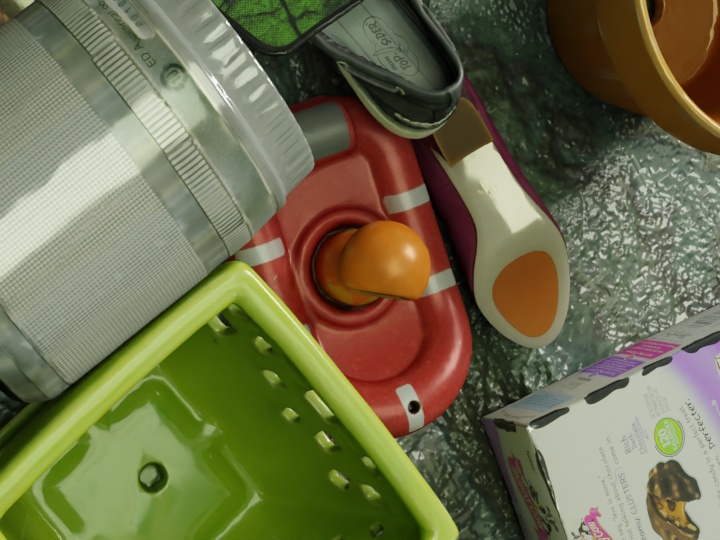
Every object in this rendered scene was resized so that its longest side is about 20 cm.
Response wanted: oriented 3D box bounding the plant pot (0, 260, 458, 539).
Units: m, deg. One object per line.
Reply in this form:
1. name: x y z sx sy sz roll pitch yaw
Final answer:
1. plant pot: -0.099 0.128 1.036 0.200 0.181 0.200 -42 104 -15

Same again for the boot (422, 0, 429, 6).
1. boot: -0.021 -0.256 1.120 0.163 0.066 0.202 9 88 -22

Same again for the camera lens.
1. camera lens: -0.143 -0.047 0.949 0.199 0.160 0.160 -39 104 -7

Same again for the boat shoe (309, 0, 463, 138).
1. boat shoe: -0.015 -0.159 1.048 0.074 0.066 0.200 -38 93 -14

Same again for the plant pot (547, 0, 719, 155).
1. plant pot: 0.206 -0.166 1.146 0.198 0.183 0.203 -1 91 -22

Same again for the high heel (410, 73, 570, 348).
1. high heel: 0.070 -0.045 1.179 0.067 0.096 0.201 -32 122 1

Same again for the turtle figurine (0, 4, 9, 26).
1. turtle figurine: -0.199 -0.129 1.020 0.199 0.065 0.162 -31 120 16

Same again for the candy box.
1. candy box: 0.198 0.132 1.210 0.199 0.071 0.169 -23 99 -20

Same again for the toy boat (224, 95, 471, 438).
1. toy boat: 0.000 0.000 1.098 0.129 0.131 0.202 -21 98 -19

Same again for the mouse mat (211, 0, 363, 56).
1. mouse mat: -0.032 -0.208 1.033 0.161 0.008 0.200 40 60 20

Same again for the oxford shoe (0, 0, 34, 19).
1. oxford shoe: -0.219 -0.201 1.040 0.071 0.074 0.200 -44 105 -15
